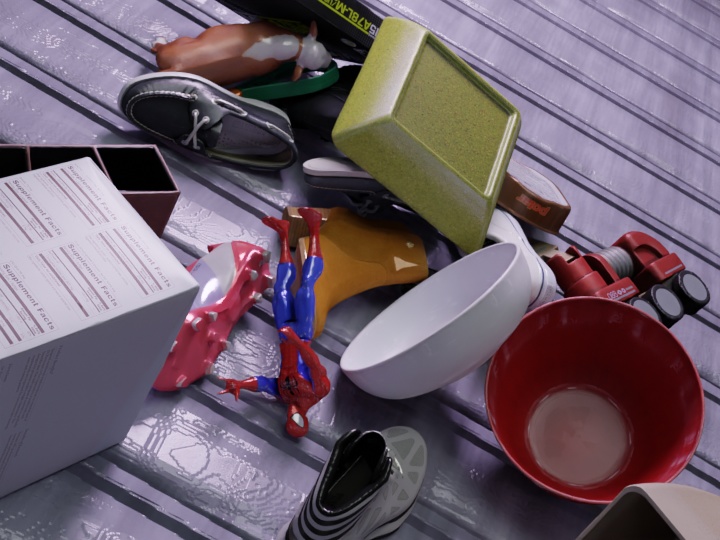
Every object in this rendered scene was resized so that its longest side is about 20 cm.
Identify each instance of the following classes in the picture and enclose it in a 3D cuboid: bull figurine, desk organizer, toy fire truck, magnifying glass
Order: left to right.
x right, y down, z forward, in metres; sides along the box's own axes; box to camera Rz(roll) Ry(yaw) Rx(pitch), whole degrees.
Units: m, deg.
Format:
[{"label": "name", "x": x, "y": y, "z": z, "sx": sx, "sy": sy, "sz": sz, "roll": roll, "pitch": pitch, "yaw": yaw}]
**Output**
[{"label": "desk organizer", "x": -0.269, "y": -0.063, "z": 1.119, "sx": 0.198, "sy": 0.077, "sz": 0.072, "roll": -4, "pitch": 49, "yaw": -37}, {"label": "bull figurine", "x": -0.134, "y": -0.237, "z": 1.359, "sx": 0.198, "sy": 0.066, "sz": 0.121, "roll": -10, "pitch": 18, "yaw": -17}, {"label": "magnifying glass", "x": -0.114, "y": -0.198, "z": 1.367, "sx": 0.198, "sy": 0.023, "sz": 0.079, "roll": -22, "pitch": 29, "yaw": -22}, {"label": "toy fire truck", "x": 0.257, "y": 0.005, "z": 1.388, "sx": 0.175, "sy": 0.129, "sz": 0.201, "roll": -20, "pitch": 70, "yaw": -46}]

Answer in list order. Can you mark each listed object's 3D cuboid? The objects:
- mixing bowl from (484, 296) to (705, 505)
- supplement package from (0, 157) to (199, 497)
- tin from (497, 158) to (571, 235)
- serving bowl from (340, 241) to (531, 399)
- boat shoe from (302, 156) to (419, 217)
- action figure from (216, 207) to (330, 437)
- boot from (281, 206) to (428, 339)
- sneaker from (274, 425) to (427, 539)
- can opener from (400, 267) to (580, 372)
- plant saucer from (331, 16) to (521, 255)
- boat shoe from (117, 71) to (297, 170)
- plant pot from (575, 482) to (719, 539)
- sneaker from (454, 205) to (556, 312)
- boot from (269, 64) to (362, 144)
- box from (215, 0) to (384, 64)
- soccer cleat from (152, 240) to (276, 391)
[{"label": "mixing bowl", "x": 0.212, "y": 0.137, "z": 1.171, "sx": 0.198, "sy": 0.109, "sz": 0.202, "roll": -1, "pitch": 63, "yaw": 1}, {"label": "supplement package", "x": -0.260, "y": 0.050, "z": 0.905, "sx": 0.147, "sy": 0.192, "sz": 0.199, "roll": 47, "pitch": 39, "yaw": 19}, {"label": "tin", "x": 0.184, "y": -0.096, "z": 1.439, "sx": 0.111, "sy": 0.042, "sz": 0.200, "roll": 33, "pitch": 14, "yaw": -9}, {"label": "serving bowl", "x": 0.079, "y": 0.057, "z": 1.149, "sx": 0.066, "sy": 0.199, "sz": 0.200, "roll": 55, "pitch": 37, "yaw": -9}, {"label": "boat shoe", "x": 0.023, "y": -0.083, "z": 1.349, "sx": 0.198, "sy": 0.062, "sz": 0.073, "roll": 2, "pitch": 17, "yaw": -36}, {"label": "action figure", "x": -0.073, "y": 0.044, "z": 1.091, "sx": 0.099, "sy": 0.065, "sz": 0.202, "roll": 14, "pitch": 68, "yaw": -55}, {"label": "boot", "x": 0.000, "y": 0.000, "z": 1.228, "sx": 0.142, "sy": 0.071, "sz": 0.202, "roll": 7, "pitch": 34, "yaw": -13}, {"label": "sneaker", "x": 0.016, "y": 0.167, "z": 1.026, "sx": 0.075, "sy": 0.116, "sz": 0.200, "roll": 39, "pitch": 38, "yaw": 11}, {"label": "can opener", "x": 0.135, "y": 0.050, "z": 1.285, "sx": 0.199, "sy": 0.079, "sz": 0.063, "roll": 30, "pitch": 44, "yaw": 13}, {"label": "plant saucer", "x": 0.085, "y": -0.149, "z": 1.274, "sx": 0.199, "sy": 0.048, "sz": 0.201, "roll": 37, "pitch": 50, "yaw": -18}, {"label": "boat shoe", "x": -0.154, "y": -0.152, "z": 1.300, "sx": 0.198, "sy": 0.076, "sz": 0.061, "roll": 6, "pitch": 38, "yaw": -28}, {"label": "plant pot", "x": 0.263, "y": 0.292, "z": 1.007, "sx": 0.176, "sy": 0.200, "sz": 0.200, "roll": -6, "pitch": 49, "yaw": -52}, {"label": "sneaker", "x": 0.136, "y": -0.027, "z": 1.323, "sx": 0.070, "sy": 0.073, "sz": 0.200, "roll": 24, "pitch": 14, "yaw": -32}, {"label": "boot", "x": 0.019, "y": -0.170, "z": 1.377, "sx": 0.164, "sy": 0.066, "sz": 0.199, "roll": -23, "pitch": 30, "yaw": -34}, {"label": "box", "x": -0.070, "y": -0.294, "z": 1.411, "sx": 0.199, "sy": 0.048, "sz": 0.192, "roll": 20, "pitch": -1, "yaw": 44}, {"label": "soccer cleat", "x": -0.148, "y": 0.038, "z": 1.115, "sx": 0.076, "sy": 0.067, "sz": 0.200, "roll": 8, "pitch": 37, "yaw": 26}]
